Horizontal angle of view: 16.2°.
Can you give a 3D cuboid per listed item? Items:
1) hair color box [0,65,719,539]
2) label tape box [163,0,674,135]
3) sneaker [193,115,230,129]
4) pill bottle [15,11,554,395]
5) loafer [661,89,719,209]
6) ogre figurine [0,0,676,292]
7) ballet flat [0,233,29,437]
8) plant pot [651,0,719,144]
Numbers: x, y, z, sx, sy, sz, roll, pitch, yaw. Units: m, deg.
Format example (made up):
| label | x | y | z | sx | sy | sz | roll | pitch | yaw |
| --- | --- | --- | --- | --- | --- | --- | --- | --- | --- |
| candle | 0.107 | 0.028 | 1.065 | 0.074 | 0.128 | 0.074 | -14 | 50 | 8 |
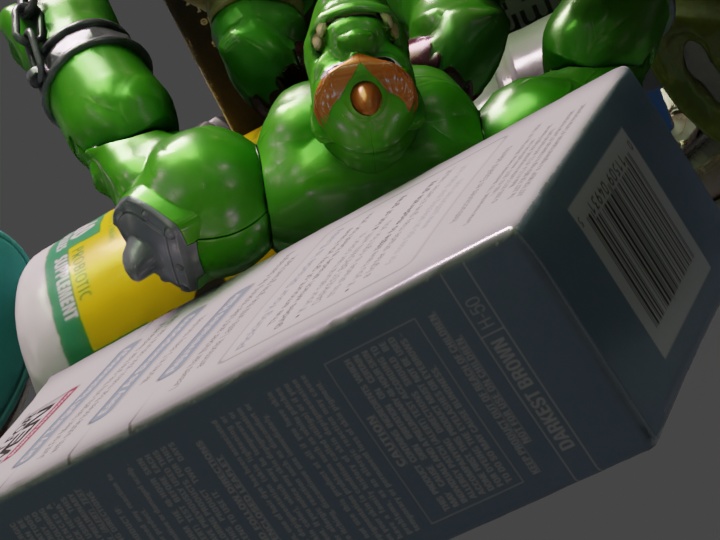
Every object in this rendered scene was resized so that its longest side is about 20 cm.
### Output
| label | x | y | z | sx | sy | sz | roll | pitch | yaw |
| --- | --- | --- | --- | --- | --- | --- | --- | --- | --- |
| hair color box | -0.012 | 0.034 | 0.620 | 0.200 | 0.061 | 0.099 | -27 | 13 | 30 |
| label tape box | 0.025 | -0.077 | 0.865 | 0.144 | 0.200 | 0.063 | -23 | 39 | 6 |
| sneaker | -0.024 | -0.018 | 1.022 | 0.200 | 0.075 | 0.079 | -2 | -54 | -57 |
| pill bottle | 0.000 | 0.000 | 0.807 | 0.199 | 0.113 | 0.113 | -28 | 2 | 12 |
| loafer | 0.127 | -0.052 | 1.011 | 0.072 | 0.063 | 0.200 | -17 | 6 | 34 |
| ogre figurine | 0.003 | -0.052 | 0.711 | 0.199 | 0.120 | 0.098 | 4 | -44 | -14 |
| ballet flat | -0.156 | 0.068 | 0.804 | 0.069 | 0.069 | 0.200 | -28 | 35 | 33 |
| plant pot | 0.167 | -0.121 | 0.825 | 0.200 | 0.201 | 0.184 | -28 | 13 | 28 |
